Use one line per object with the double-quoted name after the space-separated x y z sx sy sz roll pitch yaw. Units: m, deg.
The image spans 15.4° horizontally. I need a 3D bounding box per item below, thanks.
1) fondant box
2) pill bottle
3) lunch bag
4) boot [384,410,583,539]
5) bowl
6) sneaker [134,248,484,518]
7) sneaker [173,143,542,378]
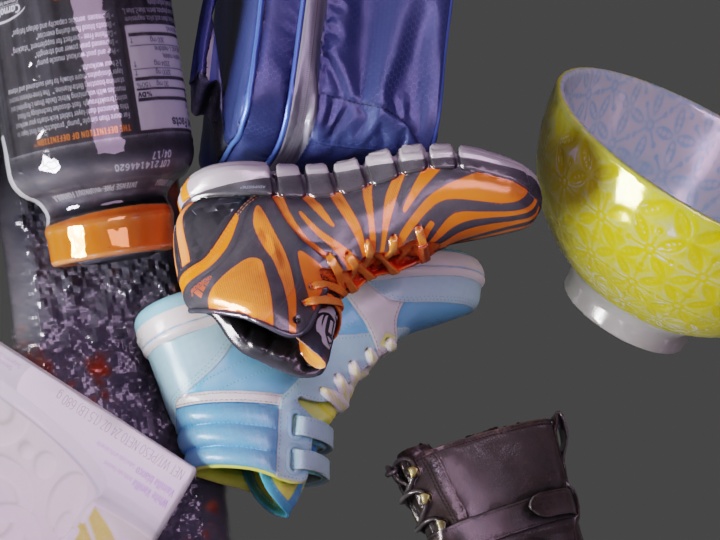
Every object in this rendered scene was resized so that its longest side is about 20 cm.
-0.198 0.154 1.406 0.144 0.058 0.201 32 69 -4 "fondant box"
-0.150 -0.104 1.462 0.105 0.106 0.202 -8 88 -18 "pill bottle"
-0.027 -0.129 1.497 0.131 0.136 0.202 11 72 -12 "lunch bag"
0.058 0.180 1.474 0.199 0.069 0.175 -20 75 -24 "boot"
0.176 -0.018 1.524 0.199 0.200 0.108 25 111 -7 "bowl"
-0.016 0.065 1.475 0.198 0.080 0.132 -12 75 -9 "sneaker"
0.000 0.000 1.418 0.198 0.078 0.113 -6 59 7 "sneaker"
